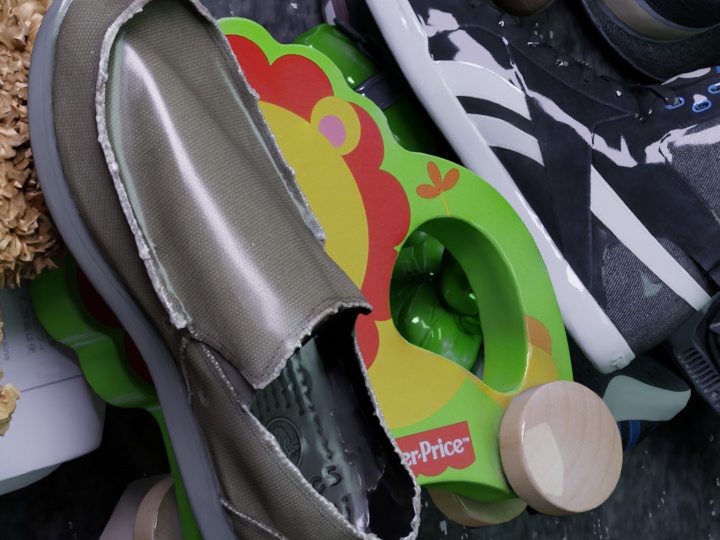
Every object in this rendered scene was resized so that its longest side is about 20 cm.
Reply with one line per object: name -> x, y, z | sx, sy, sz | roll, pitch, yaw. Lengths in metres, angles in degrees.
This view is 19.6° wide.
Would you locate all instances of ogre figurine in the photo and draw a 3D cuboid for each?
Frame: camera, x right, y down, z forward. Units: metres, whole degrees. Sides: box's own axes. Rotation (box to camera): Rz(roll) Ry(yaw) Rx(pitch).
ogre figurine -> 0.000, 0.000, 0.825 | 0.120, 0.098, 0.200 | 34, 28, -23

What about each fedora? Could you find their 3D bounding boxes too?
fedora -> 0.181, -0.190, 1.040 | 0.201, 0.092, 0.201 | 10, 75, -45

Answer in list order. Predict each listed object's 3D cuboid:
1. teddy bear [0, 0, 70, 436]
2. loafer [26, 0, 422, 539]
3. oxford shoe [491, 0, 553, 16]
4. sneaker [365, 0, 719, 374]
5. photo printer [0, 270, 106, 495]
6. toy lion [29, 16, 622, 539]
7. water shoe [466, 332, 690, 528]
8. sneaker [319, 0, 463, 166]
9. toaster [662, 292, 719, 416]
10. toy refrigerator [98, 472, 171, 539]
teddy bear -> -0.127, -0.042, 0.607 | 0.145, 0.067, 0.200 | 43, 59, -27
loafer -> -0.030, 0.003, 0.606 | 0.075, 0.070, 0.200 | -39, 114, -42
oxford shoe -> 0.077, -0.195, 0.957 | 0.084, 0.073, 0.200 | 62, 36, -44
sneaker -> 0.088, -0.070, 0.822 | 0.200, 0.112, 0.073 | 58, 5, 3
photo printer -> -0.169, 0.003, 0.663 | 0.200, 0.069, 0.166 | -16, 95, -47
toy lion -> -0.017, 0.008, 0.719 | 0.200, 0.069, 0.192 | -9, 85, -36
water shoe -> 0.081, 0.064, 0.923 | 0.072, 0.079, 0.200 | 42, 18, 21
sneaker -> 0.074, -0.076, 0.894 | 0.200, 0.116, 0.076 | 55, 49, -25
toaster -> 0.207, 0.006, 0.996 | 0.200, 0.114, 0.129 | 45, 22, -29
toy refrigerator -> -0.022, 0.167, 0.790 | 0.200, 0.070, 0.076 | 50, 45, -29
